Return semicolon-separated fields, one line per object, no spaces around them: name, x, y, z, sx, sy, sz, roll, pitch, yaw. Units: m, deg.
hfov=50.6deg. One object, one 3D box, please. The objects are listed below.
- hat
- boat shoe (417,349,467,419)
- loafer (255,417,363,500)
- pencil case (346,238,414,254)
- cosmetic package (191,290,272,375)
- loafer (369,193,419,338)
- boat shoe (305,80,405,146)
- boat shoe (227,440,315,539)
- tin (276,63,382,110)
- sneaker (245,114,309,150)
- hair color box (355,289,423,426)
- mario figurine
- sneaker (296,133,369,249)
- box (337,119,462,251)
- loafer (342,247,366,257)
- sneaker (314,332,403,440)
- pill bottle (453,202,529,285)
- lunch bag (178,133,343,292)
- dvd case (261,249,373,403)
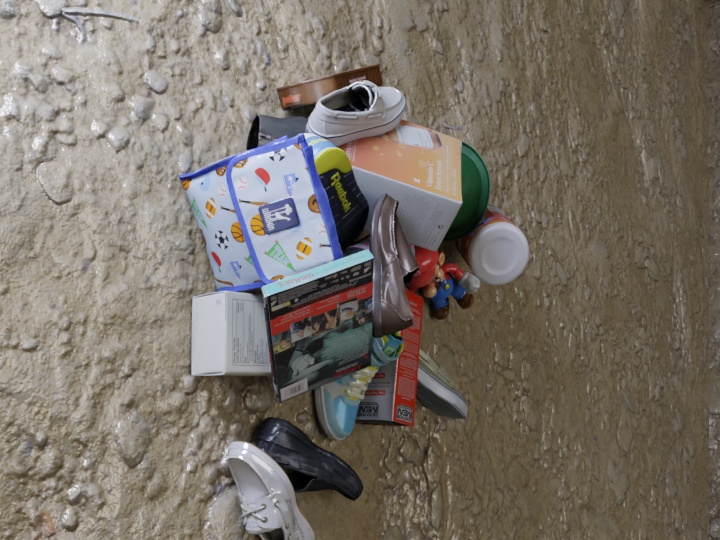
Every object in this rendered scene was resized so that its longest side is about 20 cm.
hat;0.111;-0.118;1.261;0.175;0.163;0.205;-16;127;-65
boat shoe;0.127;0.193;1.322;0.200;0.071;0.063;43;56;-34
loafer;-0.074;0.280;1.070;0.200;0.067;0.072;42;61;-32
pencil case;0.000;0.000;1.176;0.197;0.086;0.090;-18;97;-43
cosmetic package;-0.128;0.090;1.027;0.197;0.072;0.107;11;75;-49
loafer;0.047;-0.007;1.053;0.073;0.069;0.206;83;7;-74
boat shoe;0.001;-0.238;1.094;0.197;0.066;0.072;-24;62;-39
boat shoe;-0.123;0.314;0.995;0.070;0.069;0.203;-51;123;-44
tin;-0.045;-0.281;1.166;0.198;0.110;0.043;-29;115;-48
sneaker;-0.114;-0.120;1.097;0.104;0.074;0.207;1;88;-33
hair color box;0.037;0.137;1.199;0.061;0.100;0.206;24;66;-46
mario figurine;0.128;0.035;1.314;0.125;0.105;0.200;-55;142;-4
sneaker;-0.043;-0.109;1.045;0.073;0.082;0.202;-38;145;-18
box;0.046;-0.144;1.156;0.195;0.107;0.155;16;46;-11
loafer;-0.053;0.037;1.036;0.199;0.070;0.064;-41;133;-43
sneaker;0.003;0.149;1.132;0.079;0.128;0.206;19;69;-48
pill bottle;0.230;-0.059;1.398;0.201;0.110;0.114;-106;171;-69
lunch bag;-0.120;-0.070;0.967;0.123;0.196;0.174;-30;107;-48
dvd case;-0.050;0.075;0.959;0.143;0.022;0.203;-20;136;-19
